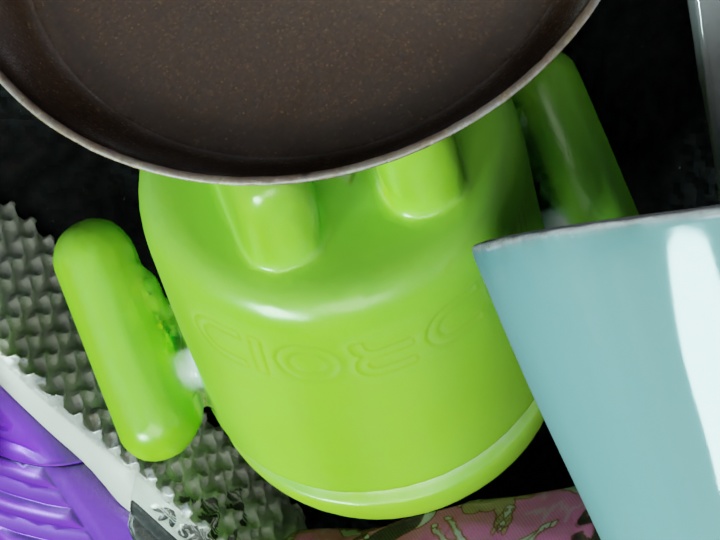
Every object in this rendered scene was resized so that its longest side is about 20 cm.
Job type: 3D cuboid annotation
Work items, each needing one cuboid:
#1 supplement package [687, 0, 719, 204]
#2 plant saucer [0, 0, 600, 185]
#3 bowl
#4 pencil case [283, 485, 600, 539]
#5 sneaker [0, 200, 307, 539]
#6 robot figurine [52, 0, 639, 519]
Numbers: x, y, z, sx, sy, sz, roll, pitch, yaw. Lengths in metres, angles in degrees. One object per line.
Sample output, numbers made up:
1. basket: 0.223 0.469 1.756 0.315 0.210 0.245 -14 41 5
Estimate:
1. supplement package: 0.146 -0.133 0.856 0.117 0.117 0.201 -7 113 7
2. plant saucer: -0.018 -0.108 0.817 0.199 0.201 0.032 -10 155 6
3. bowl: 0.135 0.033 0.784 0.200 0.201 0.106 -7 88 4
4. pencil case: 0.060 0.116 0.918 0.199 0.087 0.083 -8 131 30
5. sneaker: -0.115 0.060 0.975 0.099 0.070 0.200 -36 106 26
6. robot figurine: 0.000 0.000 0.896 0.175 0.116 0.200 -23 145 -4
